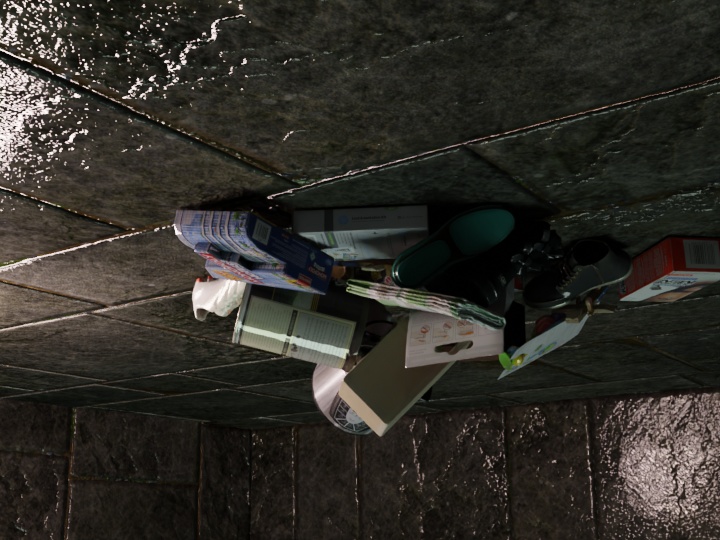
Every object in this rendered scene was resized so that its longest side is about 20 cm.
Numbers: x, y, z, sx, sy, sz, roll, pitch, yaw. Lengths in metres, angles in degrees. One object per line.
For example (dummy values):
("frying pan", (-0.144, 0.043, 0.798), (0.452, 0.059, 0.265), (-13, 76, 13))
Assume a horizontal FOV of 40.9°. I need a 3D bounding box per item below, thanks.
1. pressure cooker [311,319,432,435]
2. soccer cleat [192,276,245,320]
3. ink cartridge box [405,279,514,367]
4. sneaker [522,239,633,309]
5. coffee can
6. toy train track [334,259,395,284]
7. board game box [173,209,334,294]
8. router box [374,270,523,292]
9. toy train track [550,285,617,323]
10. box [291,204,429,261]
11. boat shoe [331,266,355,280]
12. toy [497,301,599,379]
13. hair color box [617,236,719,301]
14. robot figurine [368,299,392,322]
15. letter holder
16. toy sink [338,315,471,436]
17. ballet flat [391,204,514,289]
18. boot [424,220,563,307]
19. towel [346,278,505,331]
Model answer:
("pressure cooker", (0.022, 0.185, 1.739), (0.175, 0.179, 0.200), (-10, 157, -39))
("soccer cleat", (-0.229, 0.041, 1.722), (0.069, 0.078, 0.199), (14, 159, -43))
("ink cartridge box", (0.156, 0.065, 1.496), (0.159, 0.201, 0.047), (-11, 139, 23))
("sneaker", (0.345, 0.000, 1.624), (0.199, 0.075, 0.106), (-26, 150, 28))
("coffee can", (-0.095, 0.072, 1.576), (0.199, 0.147, 0.146), (14, 163, -5))
("toy train track", (0.000, 0.000, 1.587), (0.199, 0.033, 0.115), (3, -169, 27))
("board game box", (-0.178, -0.027, 1.436), (0.199, 0.062, 0.200), (3, 163, 38))
("router box", (0.155, 0.017, 1.710), (0.179, 0.049, 0.199), (13, 159, -42))
("toy train track", (0.406, 0.040, 1.706), (0.114, 0.033, 0.200), (-2, -161, 33))
("box", (0.005, -0.053, 1.463), (0.199, 0.041, 0.156), (-2, 165, 5))
("boat shoe", (-0.106, 0.032, 1.667), (0.199, 0.072, 0.076), (-29, 141, 18))
("toy", (0.324, 0.113, 1.716), (0.199, 0.047, 0.115), (-29, 156, -27))
("hair color box", (0.532, 0.001, 1.650), (0.110, 0.064, 0.200), (1, 166, -10))
("robot figurine", (-0.028, 0.091, 1.852), (0.169, 0.114, 0.200), (12, 178, 43))
("letter holder", (0.193, 0.101, 1.742), (0.142, 0.101, 0.200), (-9, 163, 33))
("toy sink", (0.068, 0.156, 1.583), (0.200, 0.112, 0.130), (-43, 170, -14))
("ballet flat", (0.129, -0.039, 1.410), (0.199, 0.068, 0.070), (-30, -171, -6))
("boot", (0.196, -0.017, 1.456), (0.162, 0.074, 0.198), (-36, -158, -21))
("towel", (0.095, 0.053, 1.409), (0.199, 0.031, 0.149), (10, 172, 35))
